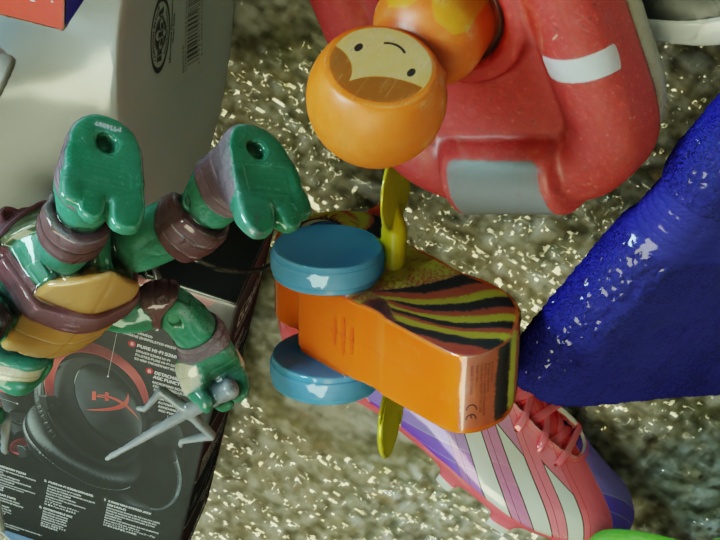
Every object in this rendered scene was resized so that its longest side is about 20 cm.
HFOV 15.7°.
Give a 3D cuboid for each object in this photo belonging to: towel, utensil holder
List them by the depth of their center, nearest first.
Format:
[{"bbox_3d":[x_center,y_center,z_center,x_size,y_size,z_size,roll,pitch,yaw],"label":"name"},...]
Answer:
[{"bbox_3d":[0.157,-0.022,1.056,0.147,0.050,0.200,-1,142,-37],"label":"towel"},{"bbox_3d":[-0.168,-0.108,1.072,0.198,0.170,0.171,7,129,14],"label":"utensil holder"}]

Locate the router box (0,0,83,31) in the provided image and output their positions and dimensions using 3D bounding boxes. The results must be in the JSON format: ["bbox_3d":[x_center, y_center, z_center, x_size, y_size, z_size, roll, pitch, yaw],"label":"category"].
[{"bbox_3d":[-0.159,-0.185,0.984,0.178,0.201,0.049,16,132,8],"label":"router box"}]

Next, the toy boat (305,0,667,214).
[{"bbox_3d":[0.023,-0.089,0.960,0.130,0.131,0.201,1,129,35],"label":"toy boat"}]

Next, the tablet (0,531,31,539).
[{"bbox_3d":[-0.184,0.068,1.321,0.130,0.014,0.200,-30,113,36],"label":"tablet"}]

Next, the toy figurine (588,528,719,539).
[{"bbox_3d":[0.141,0.223,1.124,0.149,0.185,0.200,25,164,-3],"label":"toy figurine"}]

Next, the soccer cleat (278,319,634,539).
[{"bbox_3d":[0.053,0.057,1.192,0.199,0.067,0.077,34,116,-10],"label":"soccer cleat"}]

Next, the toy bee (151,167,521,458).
[{"bbox_3d":[0.000,0.000,1.094,0.200,0.108,0.131,39,130,22],"label":"toy bee"}]

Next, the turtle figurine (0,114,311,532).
[{"bbox_3d":[-0.107,0.016,0.993,0.101,0.149,0.200,57,139,16],"label":"turtle figurine"}]

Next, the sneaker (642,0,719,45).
[{"bbox_3d":[0.104,-0.148,0.999,0.199,0.071,0.100,6,134,22],"label":"sneaker"}]

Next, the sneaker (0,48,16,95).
[{"bbox_3d":[-0.211,-0.045,0.985,0.080,0.071,0.200,36,131,-19],"label":"sneaker"}]

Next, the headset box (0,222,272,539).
[{"bbox_3d":[-0.130,0.033,1.221,0.148,0.075,0.201,17,127,3],"label":"headset box"}]
